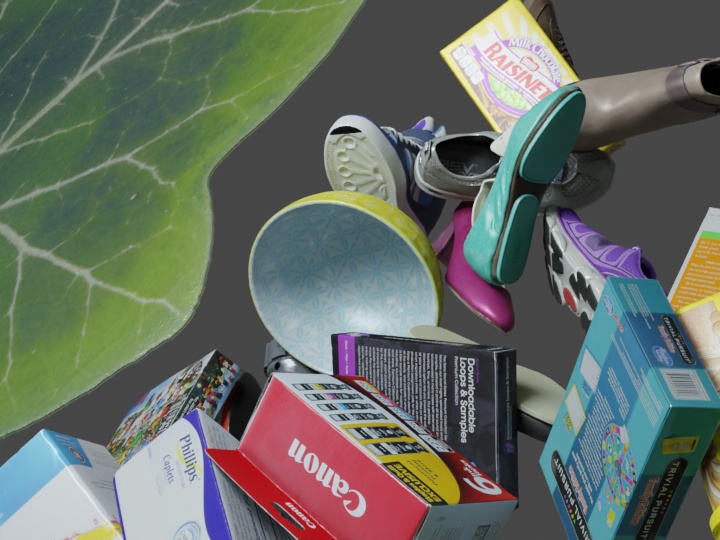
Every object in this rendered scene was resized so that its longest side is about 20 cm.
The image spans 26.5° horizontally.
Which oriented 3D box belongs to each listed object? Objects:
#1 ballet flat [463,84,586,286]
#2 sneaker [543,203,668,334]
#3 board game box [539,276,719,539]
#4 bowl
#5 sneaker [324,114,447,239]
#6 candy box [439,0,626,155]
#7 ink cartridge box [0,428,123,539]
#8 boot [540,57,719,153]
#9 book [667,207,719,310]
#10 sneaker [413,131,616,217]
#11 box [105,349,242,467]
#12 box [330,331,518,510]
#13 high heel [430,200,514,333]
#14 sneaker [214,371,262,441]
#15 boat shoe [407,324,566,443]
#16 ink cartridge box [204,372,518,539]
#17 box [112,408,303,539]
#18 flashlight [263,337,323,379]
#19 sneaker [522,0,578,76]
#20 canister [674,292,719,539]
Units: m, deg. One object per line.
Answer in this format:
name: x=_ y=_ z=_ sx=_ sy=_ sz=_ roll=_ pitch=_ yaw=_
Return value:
ballet flat: x=0.143 y=-0.086 z=1.424 sx=0.070 sy=0.067 sz=0.200 roll=29 pitch=103 yaw=40
sneaker: x=0.223 y=0.001 z=1.409 sx=0.083 sy=0.081 sz=0.200 roll=-12 pitch=32 yaw=-9
board game box: x=0.206 y=0.130 z=1.192 sx=0.047 sy=0.200 sz=0.151 roll=3 pitch=37 yaw=-15
bowl: x=0.000 y=0.000 z=1.523 sx=0.200 sy=0.200 sz=0.108 roll=-17 pitch=18 yaw=30
sneaker: x=0.034 y=-0.124 z=1.583 sx=0.080 sy=0.200 sz=0.147 roll=-1 pitch=49 yaw=27
candy box: x=0.175 y=-0.179 z=1.573 sx=0.102 sy=0.026 sz=0.200 roll=-35 pitch=69 yaw=6
ink cartridge box: x=-0.261 y=0.276 z=1.419 sx=0.146 sy=0.147 sz=0.200 roll=-42 pitch=71 yaw=1
boot: x=0.274 y=-0.163 z=1.444 sx=0.200 sy=0.070 sz=0.146 roll=-16 pitch=2 yaw=-32
book: x=0.319 y=0.046 z=1.281 sx=0.133 sy=0.048 sz=0.200 roll=10 pitch=61 yaw=43
sneaker: x=0.151 y=-0.097 z=1.494 sx=0.199 sy=0.082 sz=0.075 roll=0 pitch=77 yaw=3
box: x=-0.209 y=0.169 z=1.571 sx=0.200 sy=0.038 sz=0.137 roll=-32 pitch=24 yaw=53
box: x=0.056 y=0.133 z=1.372 sx=0.200 sy=0.036 sz=0.143 roll=4 pitch=98 yaw=45
high heel: x=0.128 y=-0.016 z=1.493 sx=0.096 sy=0.067 sz=0.200 roll=-47 pitch=32 yaw=11
sneaker: x=-0.161 y=0.196 z=1.547 sx=0.108 sy=0.067 sz=0.202 roll=-18 pitch=45 yaw=25
boat shoe: x=0.117 y=0.114 z=1.386 sx=0.201 sy=0.074 sz=0.063 roll=26 pitch=111 yaw=41
ink cartridge box: x=-0.001 y=0.172 z=1.278 sx=0.200 sy=0.175 sz=0.084 roll=36 pitch=107 yaw=34
box: x=-0.105 y=0.255 z=1.322 sx=0.105 sy=0.200 sz=0.184 roll=-37 pitch=37 yaw=9
flashlight: x=-0.075 y=0.146 z=1.521 sx=0.068 sy=0.068 sz=0.200 roll=-38 pitch=34 yaw=29
sneaker: x=0.203 y=-0.216 z=1.650 sx=0.075 sy=0.070 sz=0.200 roll=0 pitch=57 yaw=22
canister: x=0.315 y=0.109 z=1.151 sx=0.148 sy=0.087 sz=0.200 roll=-23 pitch=50 yaw=14
